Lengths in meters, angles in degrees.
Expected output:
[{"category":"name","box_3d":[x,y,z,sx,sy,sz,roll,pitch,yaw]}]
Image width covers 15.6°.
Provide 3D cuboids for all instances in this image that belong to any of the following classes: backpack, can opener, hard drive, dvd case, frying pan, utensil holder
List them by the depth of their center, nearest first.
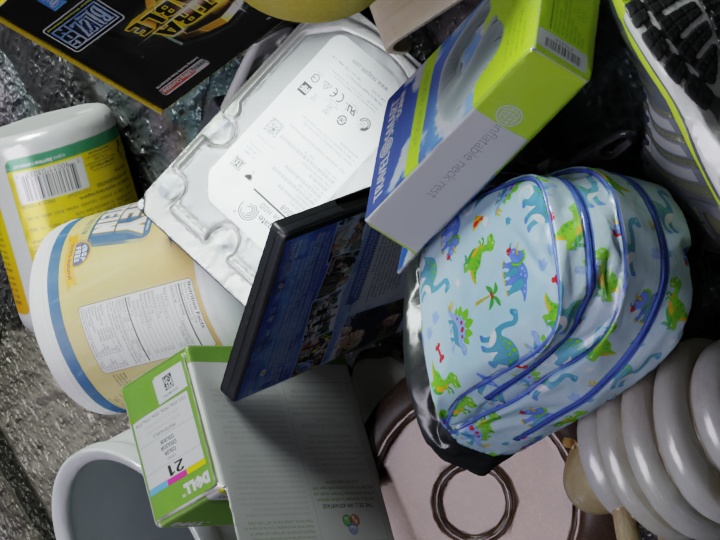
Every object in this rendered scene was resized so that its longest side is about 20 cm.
[{"category":"backpack","box_3d":[0.112,0.017,1.595,0.200,0.154,0.163,-18,61,36]},{"category":"frying pan","box_3d":[0.099,-0.056,1.660,0.115,0.031,0.190,9,149,-5]},{"category":"dvd case","box_3d":[0.000,0.000,1.717,0.018,0.200,0.143,41,132,28]},{"category":"hard drive","box_3d":[-0.035,-0.072,1.747,0.200,0.038,0.140,-47,66,-1]},{"category":"can opener","box_3d":[-0.081,-0.100,1.862,0.066,0.053,0.200,53,137,19]},{"category":"utensil holder","box_3d":[-0.093,0.167,1.886,0.170,0.200,0.170,22,125,35]}]

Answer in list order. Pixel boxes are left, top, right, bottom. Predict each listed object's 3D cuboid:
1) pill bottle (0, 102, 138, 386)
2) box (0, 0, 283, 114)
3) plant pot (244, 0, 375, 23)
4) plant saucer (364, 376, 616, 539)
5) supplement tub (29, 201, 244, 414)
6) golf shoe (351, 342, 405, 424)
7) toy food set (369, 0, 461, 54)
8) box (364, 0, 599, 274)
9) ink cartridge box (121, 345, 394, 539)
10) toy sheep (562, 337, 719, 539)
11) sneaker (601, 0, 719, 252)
[{"category":"pill bottle","box_3d":[-0.216,-0.018,1.993,0.113,0.113,0.200,-4,106,46]},{"category":"box","box_3d":[-0.124,-0.203,1.747,0.200,0.160,0.049,-33,44,30]},{"category":"plant pot","box_3d":[-0.030,-0.235,1.597,0.200,0.200,0.142,37,146,28]},{"category":"plant saucer","box_3d":[0.080,0.155,1.765,0.200,0.032,0.201,1,91,21]},{"category":"supplement tub","box_3d":[-0.116,0.014,1.853,0.200,0.145,0.145,-15,98,25]},{"category":"golf shoe","box_3d":[0.038,0.149,1.836,0.077,0.088,0.200,-28,86,49]},{"category":"toy food set","box_3d":[0.061,-0.239,1.662,0.200,0.060,0.144,-29,76,46]},{"category":"box","box_3d":[0.069,-0.101,1.589,0.048,0.122,0.200,30,131,-17]},{"category":"ink cartridge box","box_3d":[-0.060,0.155,1.737,0.076,0.148,0.200,-31,66,40]},{"category":"toy sheep","box_3d":[0.208,0.106,1.615,0.200,0.138,0.138,-22,93,33]},{"category":"sneaker","box_3d":[0.192,-0.094,1.579,0.081,0.074,0.200,-32,83,52]}]
